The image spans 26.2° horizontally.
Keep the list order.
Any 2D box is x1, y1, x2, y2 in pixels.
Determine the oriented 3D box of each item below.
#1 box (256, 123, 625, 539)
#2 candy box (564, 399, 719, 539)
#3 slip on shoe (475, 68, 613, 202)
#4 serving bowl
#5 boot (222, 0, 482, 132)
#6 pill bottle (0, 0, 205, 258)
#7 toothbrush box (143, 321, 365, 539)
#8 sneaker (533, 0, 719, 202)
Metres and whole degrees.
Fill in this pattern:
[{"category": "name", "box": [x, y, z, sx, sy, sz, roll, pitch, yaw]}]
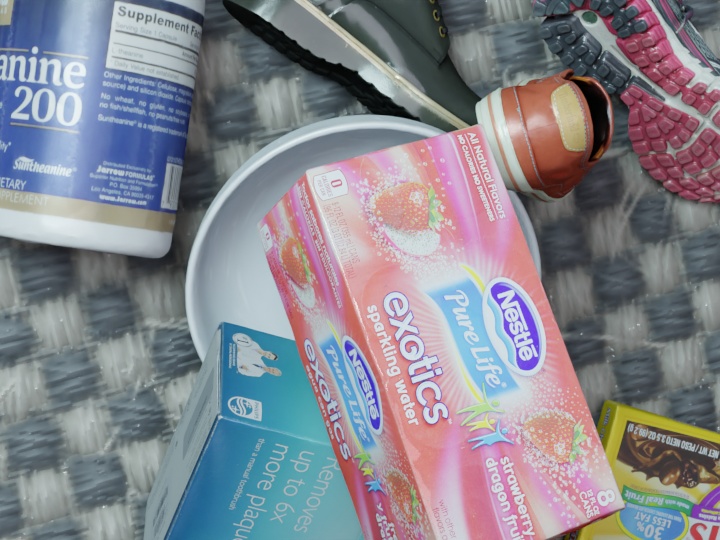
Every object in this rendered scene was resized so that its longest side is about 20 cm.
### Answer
[{"category": "box", "box": [0.036, 0.044, 0.760, 0.102, 0.095, 0.201, -16, 81, -22]}, {"category": "candy box", "box": [0.233, 0.158, 0.987, 0.199, 0.026, 0.103, 17, 92, -14]}, {"category": "slip on shoe", "box": [0.114, -0.079, 0.864, 0.061, 0.200, 0.074, -17, 90, 16]}, {"category": "serving bowl", "box": [0.000, 0.000, 0.886, 0.199, 0.066, 0.201, -2, 114, -5]}, {"category": "boot", "box": [0.040, -0.156, 0.893, 0.200, 0.077, 0.139, 33, 85, -19]}, {"category": "pill bottle", "box": [-0.144, -0.112, 0.834, 0.110, 0.111, 0.201, 8, 90, -15]}, {"category": "toothbrush box", "box": [-0.007, 0.130, 0.862, 0.199, 0.085, 0.147, 16, 123, -16]}, {"category": "sneaker", "box": [0.190, -0.123, 0.941, 0.200, 0.080, 0.075, 48, 43, -21]}]
